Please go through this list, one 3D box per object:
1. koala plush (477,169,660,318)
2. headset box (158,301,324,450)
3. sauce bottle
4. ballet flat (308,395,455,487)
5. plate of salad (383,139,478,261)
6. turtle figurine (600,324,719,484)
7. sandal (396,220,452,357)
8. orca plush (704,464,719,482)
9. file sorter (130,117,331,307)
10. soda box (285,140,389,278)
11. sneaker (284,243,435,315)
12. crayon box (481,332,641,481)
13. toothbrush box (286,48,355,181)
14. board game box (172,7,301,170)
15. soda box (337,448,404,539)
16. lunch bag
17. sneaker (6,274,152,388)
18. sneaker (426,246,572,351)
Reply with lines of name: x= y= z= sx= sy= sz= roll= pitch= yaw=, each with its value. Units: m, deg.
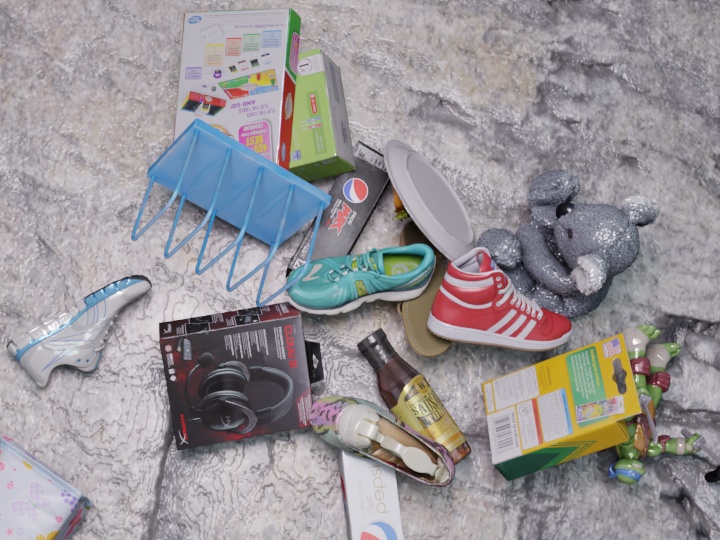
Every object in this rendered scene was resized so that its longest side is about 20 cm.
koala plush: x=0.290 y=-0.031 z=1.583 sx=0.184 sy=0.200 sz=0.177 roll=48 pitch=67 yaw=-10
headset box: x=-0.146 y=0.129 z=1.553 sx=0.197 sy=0.077 sz=0.151 roll=-8 pitch=105 yaw=-7
sauce bottle: x=0.065 y=0.169 z=1.599 sx=0.066 sy=0.066 sz=0.201 roll=-34 pitch=85 yaw=-12
ballet flat: x=0.031 y=0.210 z=1.517 sx=0.198 sy=0.071 sz=0.070 roll=27 pitch=85 yaw=-5
plate of salad: x=0.087 y=-0.082 z=1.609 sx=0.048 sy=0.200 sz=0.201 roll=-35 pitch=83 yaw=22
turtle figurine: x=0.393 y=0.173 z=1.581 sx=0.142 sy=0.200 sz=0.196 roll=14 pitch=65 yaw=-12
sandal: x=0.082 y=0.039 z=1.634 sx=0.077 sy=0.070 sz=0.214 roll=4 pitch=55 yaw=-12
orca plush: x=0.545 y=0.231 z=1.652 sx=0.198 sy=0.071 sz=0.106 roll=-25 pitch=126 yaw=-7
file sorter: x=-0.163 y=-0.062 z=1.517 sx=0.199 sy=0.138 sz=0.124 roll=29 pitch=54 yaw=-23
soda box: x=-0.026 y=-0.066 z=1.637 sx=0.063 sy=0.071 sz=0.201 roll=29 pitch=76 yaw=2
sneaker: x=0.000 y=0.000 z=1.547 sx=0.198 sy=0.080 sz=0.078 roll=-12 pitch=67 yaw=-16
crayon box: x=0.258 y=0.173 z=1.555 sx=0.198 sy=0.052 sz=0.127 roll=-23 pitch=45 yaw=20
toothbrush box: x=-0.119 y=-0.186 z=1.611 sx=0.198 sy=0.086 sz=0.147 roll=-13 pitch=78 yaw=15
board game box: x=-0.158 y=-0.228 z=1.563 sx=0.151 sy=0.040 sz=0.203 roll=3 pitch=83 yaw=19
soda box: x=0.015 y=0.310 z=1.564 sx=0.067 sy=0.064 sz=0.203 roll=-6 pitch=79 yaw=-7
lunch bag: x=-0.455 y=0.288 z=1.489 sx=0.199 sy=0.127 sz=0.170 roll=34 pitch=74 yaw=9
sneaker: x=-0.346 y=0.080 z=1.579 sx=0.199 sy=0.075 sz=0.087 roll=-32 pitch=90 yaw=-4
sneaker: x=0.189 y=0.035 z=1.551 sx=0.198 sy=0.071 sz=0.114 roll=5 pitch=115 yaw=-20
